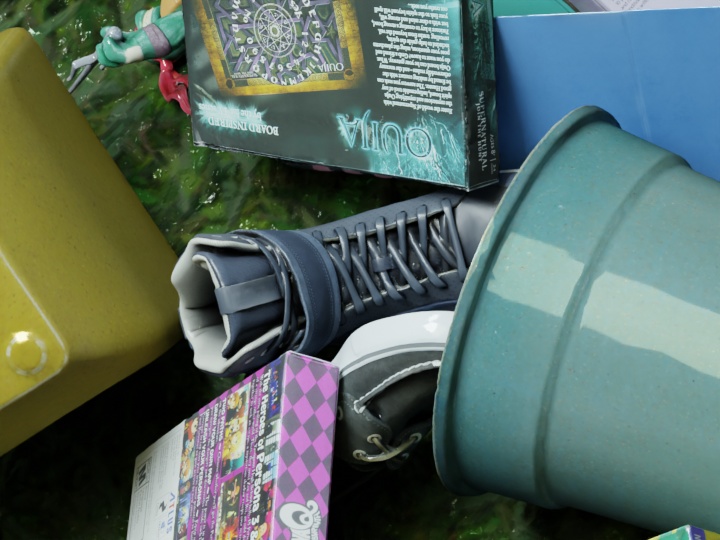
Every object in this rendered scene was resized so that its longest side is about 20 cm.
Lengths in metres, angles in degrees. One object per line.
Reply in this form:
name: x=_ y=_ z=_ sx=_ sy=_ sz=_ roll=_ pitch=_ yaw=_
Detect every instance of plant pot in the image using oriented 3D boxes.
plant pot: x=0.167 y=0.046 z=1.209 sx=0.196 sy=0.200 sz=0.200 roll=20 pitch=74 yaw=22
plant pot: x=-0.214 y=0.011 z=1.328 sx=0.195 sy=0.200 sz=0.194 roll=-32 pitch=98 yaw=5

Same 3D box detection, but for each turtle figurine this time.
turtle figurine: x=-0.093 y=-0.175 z=1.467 sx=0.200 sy=0.101 sz=0.150 roll=-40 pitch=39 yaw=34

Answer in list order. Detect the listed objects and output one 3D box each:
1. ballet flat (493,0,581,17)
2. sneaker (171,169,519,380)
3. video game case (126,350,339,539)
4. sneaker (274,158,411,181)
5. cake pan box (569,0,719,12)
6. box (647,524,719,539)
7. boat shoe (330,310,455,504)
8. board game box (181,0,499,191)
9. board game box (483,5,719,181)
ballet flat: x=0.056 y=-0.135 z=1.413 sx=0.200 sy=0.069 sz=0.069 roll=25 pitch=77 yaw=26
sneaker: x=0.000 y=0.002 z=1.292 sx=0.202 sy=0.146 sz=0.077 roll=-20 pitch=81 yaw=33
video game case: x=-0.072 y=0.162 z=1.273 sx=0.181 sy=0.036 sz=0.200 roll=-37 pitch=43 yaw=53
sneaker: x=0.010 y=-0.083 z=1.415 sx=0.200 sy=0.082 sz=0.070 roll=21 pitch=104 yaw=49
cake pan box: x=0.198 y=-0.195 z=1.340 sx=0.184 sy=0.052 sz=0.200 roll=41 pitch=86 yaw=-1
box: x=0.192 y=0.187 z=1.111 sx=0.048 sy=0.200 sz=0.117 roll=-26 pitch=59 yaw=33
boat shoe: x=0.006 y=0.075 z=1.285 sx=0.200 sy=0.069 sz=0.057 roll=-36 pitch=49 yaw=53
board game box: x=-0.015 y=-0.120 z=1.318 sx=0.200 sy=0.028 sz=0.135 roll=12 pitch=112 yaw=41
board game box: x=0.150 y=-0.079 z=1.300 sx=0.200 sy=0.158 sz=0.039 roll=-1 pitch=42 yaw=20
